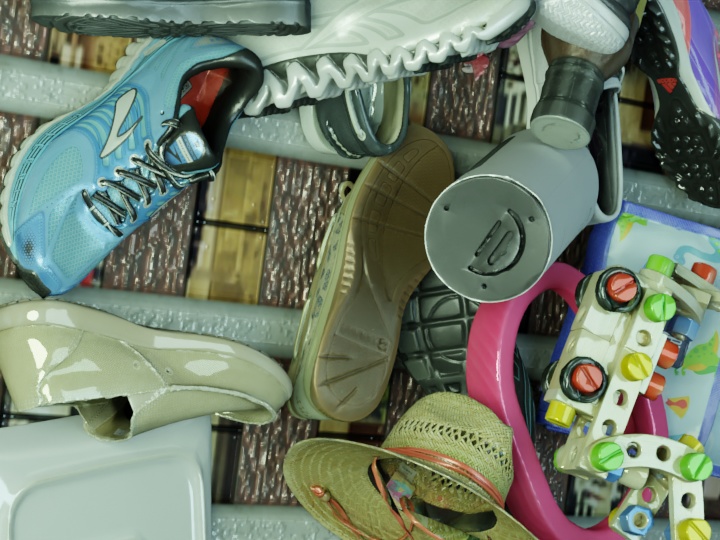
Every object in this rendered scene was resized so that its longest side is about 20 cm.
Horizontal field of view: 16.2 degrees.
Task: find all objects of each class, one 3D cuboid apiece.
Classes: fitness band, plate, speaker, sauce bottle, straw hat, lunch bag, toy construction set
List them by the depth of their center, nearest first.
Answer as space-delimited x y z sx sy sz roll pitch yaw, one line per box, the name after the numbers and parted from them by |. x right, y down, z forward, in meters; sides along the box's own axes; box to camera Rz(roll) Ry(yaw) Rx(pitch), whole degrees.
-0.156 0.183 1.485 0.200 0.032 0.200 -9 102 -42 | plate
0.052 0.123 1.564 0.201 0.201 0.085 48 60 -36 | straw hat
0.099 -0.037 1.600 0.200 0.081 0.081 -41 128 -72 | speaker
0.185 0.069 1.607 0.131 0.092 0.200 26 62 -14 | toy construction set
0.152 -0.173 1.644 0.065 0.065 0.200 42 55 -38 | sauce bottle
0.137 0.091 1.647 0.144 0.037 0.200 -37 112 -40 | fitness band
0.227 0.053 1.779 0.200 0.127 0.170 18 87 -28 | lunch bag

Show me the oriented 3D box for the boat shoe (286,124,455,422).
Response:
0.000 0.000 1.599 0.073 0.063 0.200 31 70 -26 | boat shoe

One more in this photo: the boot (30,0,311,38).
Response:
-0.108 -0.236 1.444 0.164 0.066 0.200 0 86 -15 | boot

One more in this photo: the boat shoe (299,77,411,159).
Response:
0.001 -0.169 1.568 0.076 0.060 0.200 -15 106 -41 | boat shoe

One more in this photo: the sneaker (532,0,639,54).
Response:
0.098 -0.225 1.527 0.200 0.075 0.114 33 89 -3 | sneaker

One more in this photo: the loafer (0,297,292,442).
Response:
-0.129 0.067 1.465 0.200 0.076 0.068 15 74 -34 | loafer

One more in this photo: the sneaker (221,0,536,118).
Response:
0.004 -0.147 1.497 0.075 0.200 0.081 -15 92 -75 | sneaker

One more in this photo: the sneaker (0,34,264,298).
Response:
-0.128 -0.067 1.438 0.200 0.090 0.078 -55 129 -24 | sneaker

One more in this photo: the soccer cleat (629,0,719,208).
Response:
0.236 -0.137 1.796 0.073 0.068 0.200 -46 122 -35 | soccer cleat

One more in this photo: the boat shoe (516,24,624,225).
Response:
0.148 -0.128 1.707 0.072 0.068 0.200 -2 96 -43 | boat shoe

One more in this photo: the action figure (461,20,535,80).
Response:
0.103 -0.206 1.612 0.134 0.149 0.200 43 52 -45 | action figure

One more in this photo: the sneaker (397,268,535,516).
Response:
0.072 0.067 1.676 0.079 0.075 0.200 -33 114 -69 | sneaker
